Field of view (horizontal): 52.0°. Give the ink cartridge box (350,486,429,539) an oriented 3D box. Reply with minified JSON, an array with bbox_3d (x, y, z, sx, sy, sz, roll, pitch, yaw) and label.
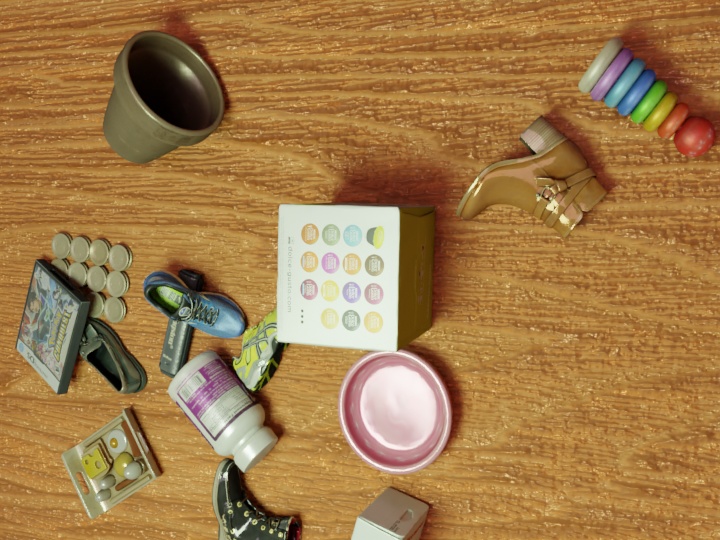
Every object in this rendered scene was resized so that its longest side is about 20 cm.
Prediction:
[{"bbox_3d":[0.030,0.476,1.189,0.081,0.145,0.206,19,100,21],"label":"ink cartridge box"}]

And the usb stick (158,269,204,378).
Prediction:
[{"bbox_3d":[-0.333,0.098,1.368,0.054,0.032,0.206,18,101,19],"label":"usb stick"}]

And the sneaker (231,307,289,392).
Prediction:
[{"bbox_3d":[-0.163,0.113,1.278,0.076,0.075,0.203,35,105,15],"label":"sneaker"}]

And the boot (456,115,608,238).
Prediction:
[{"bbox_3d":[0.253,-0.107,1.099,0.200,0.077,0.156,-43,83,12],"label":"boot"}]

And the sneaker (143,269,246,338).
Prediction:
[{"bbox_3d":[-0.296,0.072,1.298,0.196,0.089,0.080,24,100,-10],"label":"sneaker"}]

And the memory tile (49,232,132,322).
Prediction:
[{"bbox_3d":[-0.535,0.012,1.452,0.195,0.017,0.158,10,98,22],"label":"memory tile"}]

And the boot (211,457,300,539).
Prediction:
[{"bbox_3d":[-0.184,0.439,1.312,0.146,0.073,0.207,2,99,23],"label":"boot"}]

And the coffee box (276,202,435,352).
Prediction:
[{"bbox_3d":[0.000,0.000,1.134,0.192,0.199,0.206,3,96,21],"label":"coffee box"}]

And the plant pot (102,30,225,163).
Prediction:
[{"bbox_3d":[-0.359,-0.277,1.281,0.173,0.198,0.204,-33,82,38],"label":"plant pot"}]

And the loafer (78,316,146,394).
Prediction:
[{"bbox_3d":[-0.497,0.161,1.423,0.199,0.063,0.073,39,107,15],"label":"loafer"}]

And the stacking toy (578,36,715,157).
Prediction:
[{"bbox_3d":[0.404,-0.230,1.025,0.199,0.085,0.086,40,107,7],"label":"stacking toy"}]

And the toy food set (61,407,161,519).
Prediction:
[{"bbox_3d":[-0.490,0.378,1.439,0.198,0.060,0.146,-33,82,20],"label":"toy food set"}]

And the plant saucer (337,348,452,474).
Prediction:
[{"bbox_3d":[0.060,0.226,1.209,0.195,0.051,0.207,2,95,21],"label":"plant saucer"}]

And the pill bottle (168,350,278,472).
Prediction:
[{"bbox_3d":[-0.238,0.250,1.299,0.200,0.112,0.113,46,108,12],"label":"pill bottle"}]

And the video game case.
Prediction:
[{"bbox_3d":[-0.612,0.110,1.457,0.179,0.025,0.205,32,110,32],"label":"video game case"}]
